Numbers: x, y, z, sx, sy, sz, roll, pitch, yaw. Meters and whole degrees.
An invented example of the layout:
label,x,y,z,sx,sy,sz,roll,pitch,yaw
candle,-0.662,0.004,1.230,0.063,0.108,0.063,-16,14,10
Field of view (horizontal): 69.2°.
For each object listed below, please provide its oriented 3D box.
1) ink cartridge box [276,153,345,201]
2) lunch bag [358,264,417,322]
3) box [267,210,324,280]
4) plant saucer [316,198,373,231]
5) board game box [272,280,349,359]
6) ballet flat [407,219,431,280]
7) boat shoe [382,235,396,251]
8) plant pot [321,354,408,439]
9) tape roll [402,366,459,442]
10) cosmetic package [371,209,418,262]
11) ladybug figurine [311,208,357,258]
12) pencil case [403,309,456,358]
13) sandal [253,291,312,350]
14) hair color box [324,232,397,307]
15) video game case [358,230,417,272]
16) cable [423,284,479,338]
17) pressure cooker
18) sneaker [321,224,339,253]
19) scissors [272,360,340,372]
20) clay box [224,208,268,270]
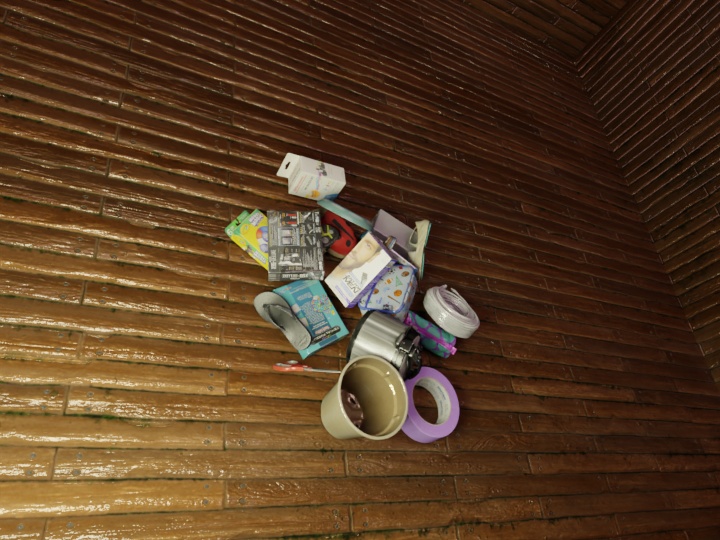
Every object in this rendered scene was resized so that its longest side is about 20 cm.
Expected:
label,x,y,z,sx,sy,sz,roll,pitch,yaw
ink cartridge box,-0.160,-0.293,1.678,0.196,0.115,0.069,11,55,-26
lunch bag,0.080,0.070,1.586,0.157,0.076,0.202,7,49,24
box,-0.185,-0.071,1.472,0.154,0.050,0.204,-2,62,-11
plant saucer,-0.043,-0.177,1.621,0.197,0.028,0.200,27,5,-3
board game box,-0.144,0.125,1.468,0.149,0.047,0.202,-21,75,-39
ballet flat,0.186,-0.069,1.708,0.068,0.069,0.205,17,76,-22
boat shoe,0.027,-0.042,1.586,0.072,0.200,0.072,43,21,-2
plant pot,-0.008,0.341,1.325,0.196,0.183,0.205,15,58,-25
tape roll,0.188,0.386,1.507,0.196,0.066,0.204,16,55,-24
cosmetic package,0.122,-0.106,1.772,0.197,0.074,0.103,31,50,-10
ladybug figurine,-0.082,-0.123,1.649,0.199,0.072,0.137,40,48,-5
pencil case,0.200,0.196,1.615,0.197,0.092,0.087,28,88,-17
sandal,-0.206,0.127,1.387,0.199,0.077,0.043,40,2,14
hair color box,0.000,0.000,1.530,0.110,0.200,0.065,48,13,18
video game case,0.086,-0.055,1.679,0.198,0.143,0.018,38,82,-7
cable,0.289,0.132,1.678,0.198,0.070,0.200,5,36,-51
pressure cooker,0.078,0.220,1.428,0.197,0.182,0.175,24,12,17
sneaker,-0.142,-0.062,1.551,0.075,0.077,0.199,41,60,12
scissors,-0.141,0.250,1.314,0.072,0.197,0.014,-3,94,-47
clay box,-0.284,-0.090,1.514,0.199,0.048,0.115,41,48,-5
